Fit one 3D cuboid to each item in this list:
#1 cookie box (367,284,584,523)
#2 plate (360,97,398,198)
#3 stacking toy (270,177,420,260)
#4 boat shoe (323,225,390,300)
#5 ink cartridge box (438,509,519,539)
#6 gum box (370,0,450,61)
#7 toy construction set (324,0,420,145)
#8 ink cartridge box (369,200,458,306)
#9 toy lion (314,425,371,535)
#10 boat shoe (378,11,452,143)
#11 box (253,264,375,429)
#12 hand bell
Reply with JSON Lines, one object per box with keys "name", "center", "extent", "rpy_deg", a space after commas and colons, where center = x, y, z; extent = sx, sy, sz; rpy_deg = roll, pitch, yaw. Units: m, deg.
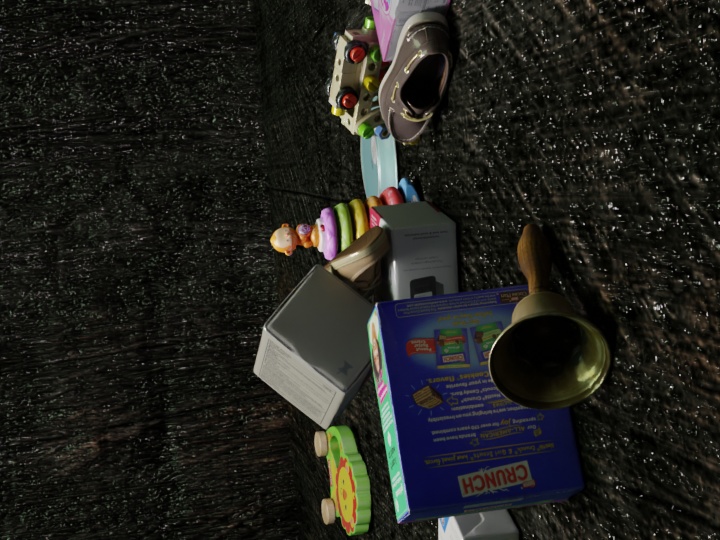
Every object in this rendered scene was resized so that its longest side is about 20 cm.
{"name": "cookie box", "center": [0.105, 0.126, 1.360], "extent": [0.075, 0.170, 0.201], "rpy_deg": [105, 158, -71]}
{"name": "plate", "center": [0.024, -0.157, 2.100], "extent": [0.200, 0.025, 0.202], "rpy_deg": [175, 90, -81]}
{"name": "stacking toy", "center": [-0.020, -0.050, 1.896], "extent": [0.110, 0.199, 0.117], "rpy_deg": [108, 155, -67]}
{"name": "boat shoe", "center": [0.000, 0.000, 1.746], "extent": [0.065, 0.071, 0.200], "rpy_deg": [51, 160, -1]}
{"name": "ink cartridge box", "center": [0.132, 0.356, 1.628], "extent": [0.116, 0.067, 0.201], "rpy_deg": [-117, 23, -66]}
{"name": "gum box", "center": [0.059, -0.344, 1.661], "extent": [0.200, 0.066, 0.114], "rpy_deg": [107, 154, -66]}
{"name": "toy construction set", "center": [0.022, -0.252, 1.808], "extent": [0.092, 0.130, 0.201], "rpy_deg": [31, 123, 56]}
{"name": "ink cartridge box", "center": [0.067, 0.028, 1.777], "extent": [0.145, 0.083, 0.201], "rpy_deg": [-129, 35, -72]}
{"name": "toy lion", "center": [-0.023, 0.377, 2.592], "extent": [0.192, 0.068, 0.201], "rpy_deg": [137, 127, -69]}
{"name": "boat shoe", "center": [0.066, -0.214, 1.696], "extent": [0.200, 0.071, 0.060], "rpy_deg": [107, 159, -53]}
{"name": "box", "center": [-0.047, 0.098, 1.772], "extent": [0.128, 0.109, 0.200], "rpy_deg": [38, 160, 5]}
{"name": "hand bell", "center": [0.160, 0.021, 1.291], "extent": [0.200, 0.103, 0.105], "rpy_deg": [-90, 1, -55]}
